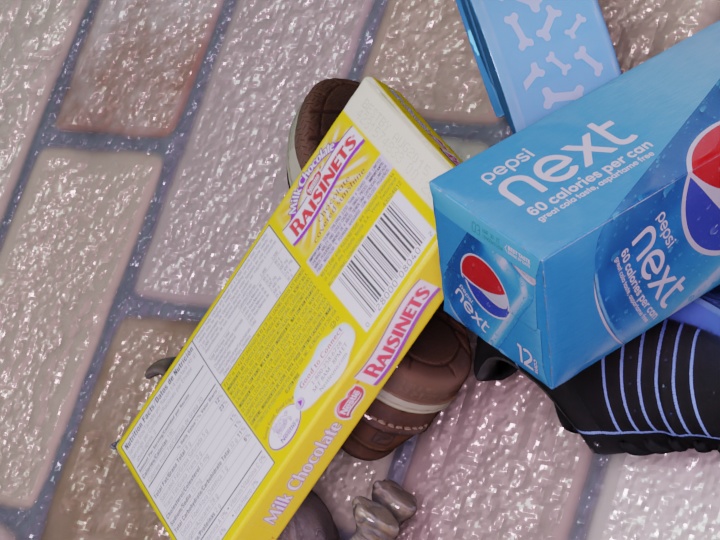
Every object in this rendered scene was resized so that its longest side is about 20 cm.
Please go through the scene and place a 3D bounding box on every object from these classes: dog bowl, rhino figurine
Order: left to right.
[{"bbox_3d":[-0.051,0.095,0.999,0.200,0.060,0.088,42,108,45],"label":"rhino figurine"},{"bbox_3d":[0.071,-0.107,0.965,0.049,0.112,0.200,-18,27,3],"label":"dog bowl"}]

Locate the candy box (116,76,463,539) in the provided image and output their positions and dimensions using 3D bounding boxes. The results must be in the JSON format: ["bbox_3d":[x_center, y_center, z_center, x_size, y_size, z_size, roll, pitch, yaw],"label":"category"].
[{"bbox_3d":[-0.025,0.027,0.935,0.200,0.026,0.102,-55,37,14],"label":"candy box"}]

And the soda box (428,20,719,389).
[{"bbox_3d":[0.125,-0.038,0.875,0.199,0.064,0.068,-30,43,-25],"label":"soda box"}]

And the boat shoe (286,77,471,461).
[{"bbox_3d":[-0.006,-0.001,1.012,0.203,0.074,0.075,-97,30,-47],"label":"boat shoe"}]

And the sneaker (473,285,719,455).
[{"bbox_3d":[0.130,0.046,0.898,0.199,0.070,0.078,29,106,37],"label":"sneaker"}]
